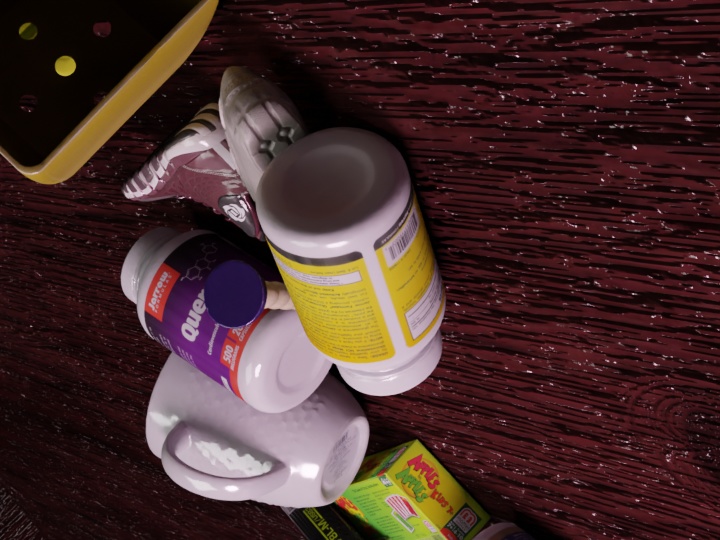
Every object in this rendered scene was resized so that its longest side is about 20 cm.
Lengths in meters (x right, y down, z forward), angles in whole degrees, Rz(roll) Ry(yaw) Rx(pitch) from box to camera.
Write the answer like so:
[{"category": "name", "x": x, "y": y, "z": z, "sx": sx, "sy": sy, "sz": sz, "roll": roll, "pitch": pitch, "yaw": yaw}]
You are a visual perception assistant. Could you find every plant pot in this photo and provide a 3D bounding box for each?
[{"category": "plant pot", "x": -0.231, "y": -0.180, "z": 1.436, "sx": 0.200, "sy": 0.200, "sz": 0.176, "roll": 42, "pitch": 171, "yaw": 9}]

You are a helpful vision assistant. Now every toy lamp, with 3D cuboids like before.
[{"category": "toy lamp", "x": -0.051, "y": 0.019, "z": 1.508, "sx": 0.058, "sy": 0.058, "sz": 0.200, "roll": 37, "pitch": -167, "yaw": 20}]

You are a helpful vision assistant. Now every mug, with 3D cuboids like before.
[{"category": "mug", "x": -0.100, "y": 0.151, "z": 1.776, "sx": 0.175, "sy": 0.200, "sz": 0.148, "roll": 23, "pitch": 121, "yaw": 23}]

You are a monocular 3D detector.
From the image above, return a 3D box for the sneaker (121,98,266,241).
[{"category": "sneaker", "x": -0.124, "y": -0.063, "z": 1.594, "sx": 0.116, "sy": 0.076, "sz": 0.200, "roll": 45, "pitch": 159, "yaw": -9}]

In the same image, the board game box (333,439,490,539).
[{"category": "board game box", "x": 0.041, "y": 0.224, "z": 1.845, "sx": 0.102, "sy": 0.048, "sz": 0.200, "roll": 47, "pitch": 159, "yaw": -4}]

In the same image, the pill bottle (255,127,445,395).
[{"category": "pill bottle", "x": 0.000, "y": 0.000, "z": 1.416, "sx": 0.112, "sy": 0.112, "sz": 0.201, "roll": 30, "pitch": 154, "yaw": 35}]

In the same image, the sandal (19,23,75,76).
[{"category": "sandal", "x": -0.293, "y": -0.237, "z": 1.599, "sx": 0.200, "sy": 0.079, "sz": 0.087, "roll": 52, "pitch": 164, "yaw": 6}]

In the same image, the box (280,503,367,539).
[{"category": "box", "x": 0.008, "y": 0.308, "z": 1.966, "sx": 0.200, "sy": 0.047, "sz": 0.193, "roll": 43, "pitch": 173, "yaw": 47}]

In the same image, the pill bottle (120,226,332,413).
[{"category": "pill bottle", "x": -0.121, "y": 0.036, "z": 1.714, "sx": 0.199, "sy": 0.112, "sz": 0.113, "roll": 30, "pitch": 155, "yaw": 34}]

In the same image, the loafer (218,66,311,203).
[{"category": "loafer", "x": -0.058, "y": -0.080, "z": 1.455, "sx": 0.070, "sy": 0.070, "sz": 0.200, "roll": 57, "pitch": 173, "yaw": 35}]

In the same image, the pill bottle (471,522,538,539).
[{"category": "pill bottle", "x": 0.175, "y": 0.313, "z": 1.668, "sx": 0.200, "sy": 0.111, "sz": 0.111, "roll": 31, "pitch": 155, "yaw": 34}]
